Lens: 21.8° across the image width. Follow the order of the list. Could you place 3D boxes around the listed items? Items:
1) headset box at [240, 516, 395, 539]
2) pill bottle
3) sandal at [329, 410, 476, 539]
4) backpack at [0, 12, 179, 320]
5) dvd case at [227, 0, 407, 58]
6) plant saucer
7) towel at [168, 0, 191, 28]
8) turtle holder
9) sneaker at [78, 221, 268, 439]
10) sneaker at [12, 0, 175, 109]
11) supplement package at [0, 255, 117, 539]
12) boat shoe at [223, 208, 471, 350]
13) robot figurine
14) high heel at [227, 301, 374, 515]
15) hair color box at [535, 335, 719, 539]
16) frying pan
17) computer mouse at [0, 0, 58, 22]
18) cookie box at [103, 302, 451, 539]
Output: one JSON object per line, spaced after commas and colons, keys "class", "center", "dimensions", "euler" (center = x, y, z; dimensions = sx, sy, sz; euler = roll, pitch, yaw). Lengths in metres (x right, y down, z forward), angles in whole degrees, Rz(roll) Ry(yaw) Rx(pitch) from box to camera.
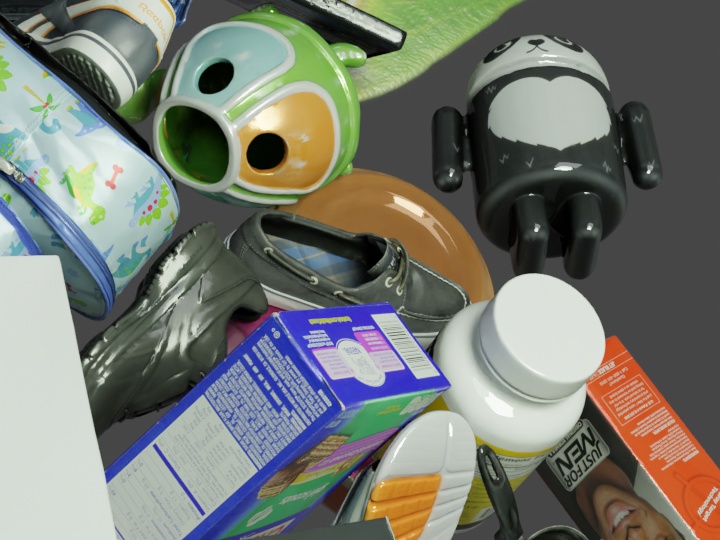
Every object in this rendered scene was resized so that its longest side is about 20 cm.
{"class": "headset box", "center": [-0.074, 0.232, 1.099], "dimensions": [0.173, 0.200, 0.093], "euler": [-4, 59, -29]}
{"class": "pill bottle", "center": [0.086, 0.090, 1.276], "dimensions": [0.110, 0.200, 0.112], "euler": [13, 52, -18]}
{"class": "sandal", "center": [0.009, 0.183, 1.218], "dimensions": [0.079, 0.209, 0.059], "euler": [13, 8, -38]}
{"class": "backpack", "center": [-0.229, -0.053, 1.238], "dimensions": [0.199, 0.183, 0.147], "euler": [37, 72, 3]}
{"class": "dvd case", "center": [-0.046, -0.201, 1.436], "dimensions": [0.142, 0.200, 0.018], "euler": [24, 90, -10]}
{"class": "plant saucer", "center": [0.015, 0.002, 1.409], "dimensions": [0.198, 0.038, 0.202], "euler": [13, 53, -17]}
{"class": "towel", "center": [-0.142, -0.206, 1.394], "dimensions": [0.024, 0.145, 0.201], "euler": [41, 42, -14]}
{"class": "turtle holder", "center": [-0.095, -0.123, 1.364], "dimensions": [0.185, 0.141, 0.131], "euler": [42, 41, 15]}
{"class": "sneaker", "center": [-0.136, 0.062, 1.248], "dimensions": [0.091, 0.076, 0.200], "euler": [42, 72, -7]}
{"class": "sneaker", "center": [-0.191, -0.152, 1.288], "dimensions": [0.080, 0.199, 0.079], "euler": [-50, 120, -22]}
{"class": "supplement package", "center": [-0.249, 0.123, 1.080], "dimensions": [0.146, 0.200, 0.193], "euler": [-1, 59, -26]}
{"class": "boat shoe", "center": [0.000, 0.000, 1.331], "dimensions": [0.198, 0.066, 0.070], "euler": [19, 50, -19]}
{"class": "robot figurine", "center": [0.146, -0.092, 1.480], "dimensions": [0.149, 0.124, 0.202], "euler": [23, 48, -34]}
{"class": "high heel", "center": [-0.022, 0.098, 1.306], "dimensions": [0.199, 0.068, 0.096], "euler": [36, 59, 18]}
{"class": "hair color box", "center": [0.204, 0.160, 1.351], "dimensions": [0.061, 0.102, 0.201], "euler": [-26, 71, -37]}
{"class": "frying pan", "center": [0.103, 0.210, 1.257], "dimensions": [0.190, 0.031, 0.116], "euler": [43, 66, -36]}
{"class": "computer mouse", "center": [-0.254, -0.214, 1.434], "dimensions": [0.058, 0.034, 0.201], "euler": [1, 50, -2]}
{"class": "cookie box", "center": [-0.063, 0.112, 1.151], "dimensions": [0.075, 0.200, 0.171], "euler": [53, 20, 15]}
